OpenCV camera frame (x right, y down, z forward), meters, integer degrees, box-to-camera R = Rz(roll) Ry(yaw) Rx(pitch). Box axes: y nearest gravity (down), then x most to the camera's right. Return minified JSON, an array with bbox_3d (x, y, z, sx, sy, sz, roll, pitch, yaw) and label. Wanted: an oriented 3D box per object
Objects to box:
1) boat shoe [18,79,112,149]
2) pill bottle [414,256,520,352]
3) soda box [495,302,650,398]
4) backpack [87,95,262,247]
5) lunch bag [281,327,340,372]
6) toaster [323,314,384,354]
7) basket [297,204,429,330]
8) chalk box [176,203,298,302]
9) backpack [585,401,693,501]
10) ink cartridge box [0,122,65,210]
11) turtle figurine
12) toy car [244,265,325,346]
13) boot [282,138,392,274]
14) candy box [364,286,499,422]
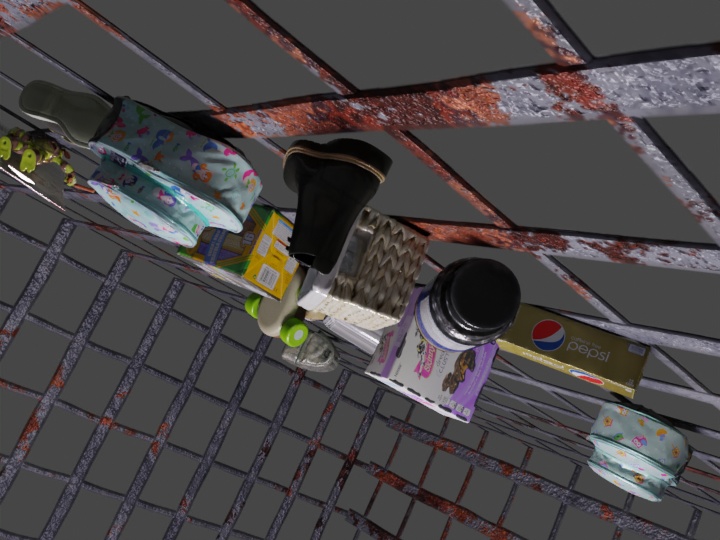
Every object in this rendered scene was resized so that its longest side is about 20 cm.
[{"bbox_3d":[-0.391,-0.211,1.081,0.201,0.072,0.061,28,175,25],"label":"boat shoe"},{"bbox_3d":[0.138,0.045,0.997,0.112,0.112,0.200,25,168,0],"label":"pill bottle"},{"bbox_3d":[0.293,0.108,1.075,0.200,0.064,0.068,21,168,23],"label":"soda box"},{"bbox_3d":[-0.234,-0.118,0.990,0.200,0.151,0.178,18,166,10],"label":"backpack"},{"bbox_3d":[-0.157,0.272,2.588,0.168,0.139,0.200,24,169,9],"label":"lunch bag"},{"bbox_3d":[0.008,0.086,1.462,0.129,0.114,0.200,28,170,-4],"label":"toaster"},{"bbox_3d":[0.000,0.000,1.043,0.123,0.136,0.200,23,169,-8],"label":"basket"},{"bbox_3d":[-0.212,-0.047,1.305,0.200,0.124,0.124,19,168,33],"label":"chalk box"},{"bbox_3d":[0.505,0.326,1.411,0.176,0.153,0.200,25,163,30],"label":"backpack"},{"bbox_3d":[-0.664,-0.202,1.483,0.200,0.045,0.176,41,-166,-40],"label":"ink cartridge box"},{"bbox_3d":[-0.602,-0.219,1.470,0.200,0.064,0.161,42,-169,-1],"label":"turtle figurine"},{"bbox_3d":[-0.109,0.079,1.633,0.200,0.158,0.164,20,-172,-46],"label":"toy car"},{"bbox_3d":[-0.059,-0.067,0.839,0.077,0.138,0.200,29,169,-22],"label":"boot"},{"bbox_3d":[0.129,0.143,1.317,0.200,0.168,0.072,31,167,-30],"label":"candy box"}]
